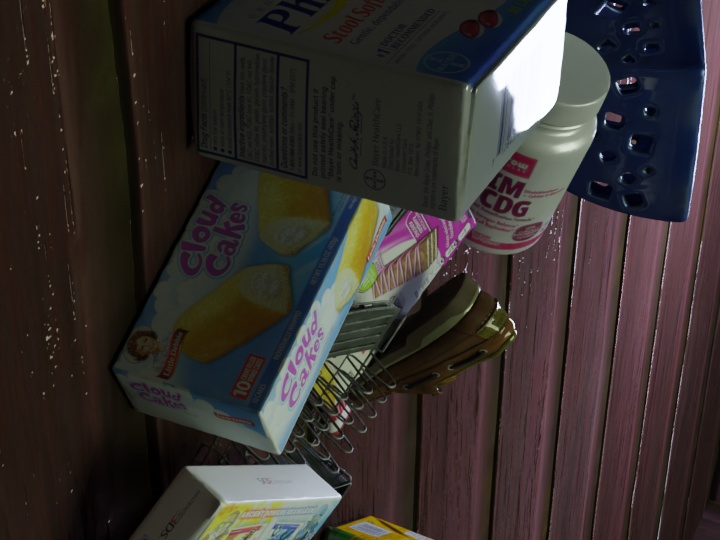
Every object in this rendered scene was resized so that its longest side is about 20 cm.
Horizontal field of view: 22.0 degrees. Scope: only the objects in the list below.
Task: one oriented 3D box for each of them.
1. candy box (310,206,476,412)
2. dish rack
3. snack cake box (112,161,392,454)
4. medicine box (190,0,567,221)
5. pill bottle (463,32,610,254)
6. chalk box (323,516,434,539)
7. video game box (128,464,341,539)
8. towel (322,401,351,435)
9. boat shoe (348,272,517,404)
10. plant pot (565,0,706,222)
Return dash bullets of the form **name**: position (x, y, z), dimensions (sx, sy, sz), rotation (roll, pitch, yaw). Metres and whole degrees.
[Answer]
- **candy box**: position (0.000, 0.000, 1.450), dimensions (0.200, 0.061, 0.136), rotation (-52, 156, -9)
- **dish rack**: position (-0.041, 0.108, 1.384), dimensions (0.153, 0.055, 0.200), rotation (-11, 140, -49)
- **snack cake box**: position (-0.071, 0.014, 1.266), dimensions (0.067, 0.115, 0.200), rotation (71, 39, -57)
- **medicine box**: position (0.014, -0.138, 1.249), dimensions (0.182, 0.200, 0.103), rotation (-49, 149, -50)
- **pill bottle**: position (0.146, -0.117, 1.676), dimensions (0.113, 0.113, 0.200), rotation (-56, 172, -42)
- **chalk box**: position (0.017, 0.350, 1.751), dimensions (0.124, 0.124, 0.200), rotation (6, 99, -70)
- **video game box**: position (-0.117, 0.217, 1.297), dimensions (0.182, 0.047, 0.200), rotation (-51, 160, 10)
- **towel**: position (-0.002, 0.034, 1.609), dimensions (0.200, 0.023, 0.144), rotation (84, 30, -47)
- **boat shoe**: position (0.048, 0.075, 1.510), dimensions (0.200, 0.068, 0.072), rotation (-35, -161, 51)
- **plant pot**: position (0.236, -0.182, 1.803), dimensions (0.200, 0.180, 0.200), rotation (85, 8, -45)
